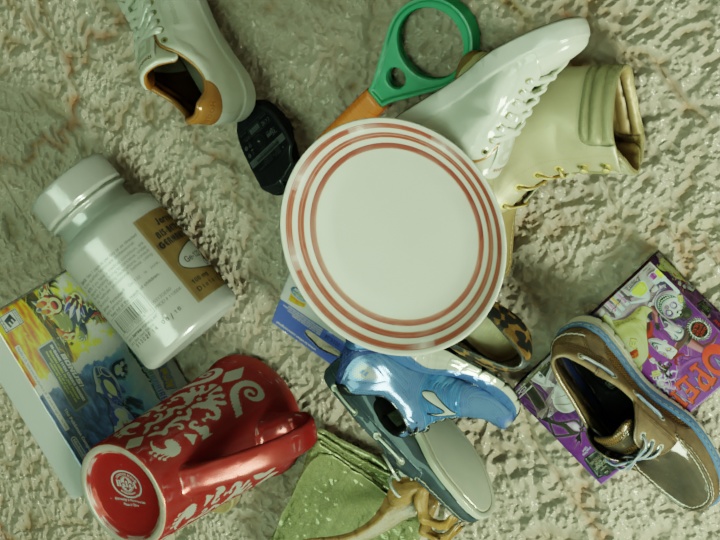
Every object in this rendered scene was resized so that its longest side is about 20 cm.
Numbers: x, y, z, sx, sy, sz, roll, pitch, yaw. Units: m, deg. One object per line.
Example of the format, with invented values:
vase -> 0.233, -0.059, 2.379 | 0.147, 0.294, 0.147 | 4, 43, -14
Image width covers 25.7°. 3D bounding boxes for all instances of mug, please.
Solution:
mug -> -0.155, 0.168, 1.529 | 0.177, 0.200, 0.134 | -41, 82, 40

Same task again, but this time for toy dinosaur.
toy dinosaur -> 0.045, 0.221, 1.514 | 0.106, 0.060, 0.200 | 41, 99, 22

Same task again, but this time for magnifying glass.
magnifying glass -> 0.028, -0.165, 1.381 | 0.080, 0.022, 0.200 | 50, 128, 2

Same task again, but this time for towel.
towel -> -0.012, 0.265, 1.599 | 0.148, 0.036, 0.200 | 30, 122, 15

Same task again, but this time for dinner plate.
dinner plate -> 0.027, -0.028, 1.283 | 0.200, 0.024, 0.201 | 9, 111, 23

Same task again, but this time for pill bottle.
pill bottle -> -0.226, -0.012, 1.549 | 0.200, 0.114, 0.114 | 50, 128, 1

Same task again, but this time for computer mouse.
computer mouse -> -0.057, -0.070, 1.441 | 0.059, 0.034, 0.200 | -36, 72, 35

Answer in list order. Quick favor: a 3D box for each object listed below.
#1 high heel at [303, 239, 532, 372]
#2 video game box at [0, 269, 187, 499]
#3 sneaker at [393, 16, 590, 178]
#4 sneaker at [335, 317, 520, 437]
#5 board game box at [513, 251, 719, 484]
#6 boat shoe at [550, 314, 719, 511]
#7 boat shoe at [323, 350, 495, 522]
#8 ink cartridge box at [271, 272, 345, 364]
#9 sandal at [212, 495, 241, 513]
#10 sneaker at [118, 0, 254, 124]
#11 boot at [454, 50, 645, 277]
high heel -> 0.052, 0.024, 1.333 | 0.200, 0.143, 0.072 | 21, 103, -26
video game box -> -0.273, 0.100, 1.588 | 0.047, 0.182, 0.200 | -26, 98, 36
sneaker -> 0.115, -0.126, 1.247 | 0.200, 0.073, 0.085 | -33, 81, 40
sneaker -> 0.055, 0.106, 1.393 | 0.079, 0.200, 0.089 | 32, 97, 58
board game box -> 0.234, 0.088, 1.373 | 0.120, 0.032, 0.200 | 43, 127, 2
boat shoe -> 0.227, 0.134, 1.336 | 0.200, 0.072, 0.072 | 47, 127, 2
boat shoe -> 0.043, 0.155, 1.444 | 0.200, 0.075, 0.062 | 49, 118, 1
ink cartridge box -> 0.000, 0.000, 1.464 | 0.119, 0.042, 0.200 | 33, 123, 13
sandal -> -0.234, 0.229, 1.696 | 0.211, 0.070, 0.078 | 8, 116, 28
sneaker -> -0.179, -0.216, 1.425 | 0.200, 0.085, 0.073 | 52, 128, 15
boot -> 0.156, -0.079, 1.310 | 0.155, 0.073, 0.200 | 8, 106, 29
